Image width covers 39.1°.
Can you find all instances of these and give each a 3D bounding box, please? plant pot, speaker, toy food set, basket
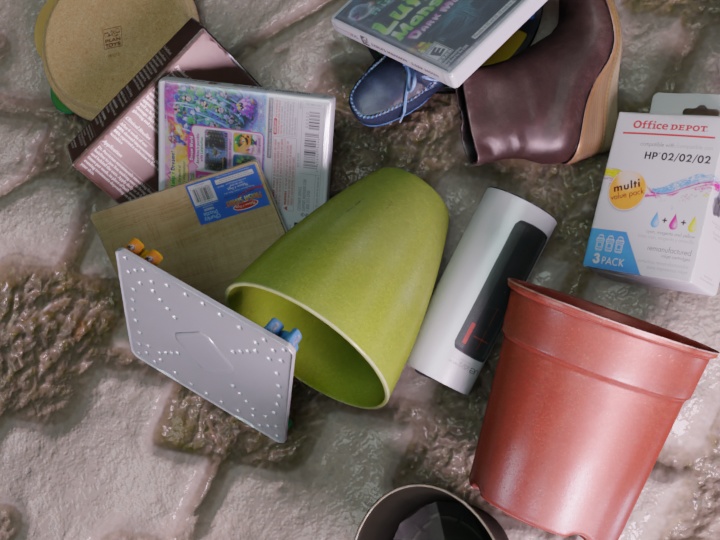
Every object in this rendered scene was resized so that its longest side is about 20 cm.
[{"bbox_3d":[0.199,0.131,0.938,0.200,0.201,0.196,20,95,14],"label":"plant pot"},{"bbox_3d":[0.117,0.022,1.018,0.081,0.081,0.200,28,88,14],"label":"speaker"},{"bbox_3d":[-0.273,-0.255,1.154,0.199,0.049,0.199,-24,78,7],"label":"toy food set"},{"bbox_3d":[0.078,0.281,0.929,0.136,0.200,0.181,-15,79,10],"label":"basket"},{"bbox_3d":[0.000,0.000,1.000,0.187,0.187,0.200,30,66,14],"label":"plant pot"}]

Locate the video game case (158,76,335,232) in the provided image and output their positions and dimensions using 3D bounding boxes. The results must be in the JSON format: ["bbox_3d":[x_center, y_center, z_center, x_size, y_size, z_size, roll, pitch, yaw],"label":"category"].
[{"bbox_3d":[-0.122,-0.093,1.059,0.181,0.024,0.201,8,113,7],"label":"video game case"}]

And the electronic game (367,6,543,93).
[{"bbox_3d":[0.095,-0.287,1.084,0.199,0.042,0.201,-2,83,12],"label":"electronic game"}]

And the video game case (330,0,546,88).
[{"bbox_3d":[0.096,-0.280,1.001,0.200,0.023,0.182,-45,50,-12],"label":"video game case"}]

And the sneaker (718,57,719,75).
[{"bbox_3d":[0.384,-0.283,1.013,0.114,0.073,0.201,30,79,18],"label":"sneaker"}]

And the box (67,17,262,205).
[{"bbox_3d":[-0.211,-0.163,1.094,0.200,0.075,0.100,-44,121,4],"label":"box"}]

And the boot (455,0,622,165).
[{"bbox_3d":[0.175,-0.205,1.011,0.166,0.072,0.201,-5,88,-18],"label":"boot"}]

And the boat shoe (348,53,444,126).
[{"bbox_3d":[0.066,-0.226,1.032,0.200,0.069,0.084,-41,84,8],"label":"boat shoe"}]

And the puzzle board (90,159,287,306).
[{"bbox_3d":[-0.169,-0.021,1.076,0.199,0.017,0.151,-16,107,16],"label":"puzzle board"}]

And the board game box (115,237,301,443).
[{"bbox_3d":[-0.150,0.074,1.016,0.200,0.200,0.026,28,57,12],"label":"board game box"}]

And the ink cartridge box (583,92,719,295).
[{"bbox_3d":[0.300,-0.086,0.979,0.115,0.068,0.201,10,84,41],"label":"ink cartridge box"}]
